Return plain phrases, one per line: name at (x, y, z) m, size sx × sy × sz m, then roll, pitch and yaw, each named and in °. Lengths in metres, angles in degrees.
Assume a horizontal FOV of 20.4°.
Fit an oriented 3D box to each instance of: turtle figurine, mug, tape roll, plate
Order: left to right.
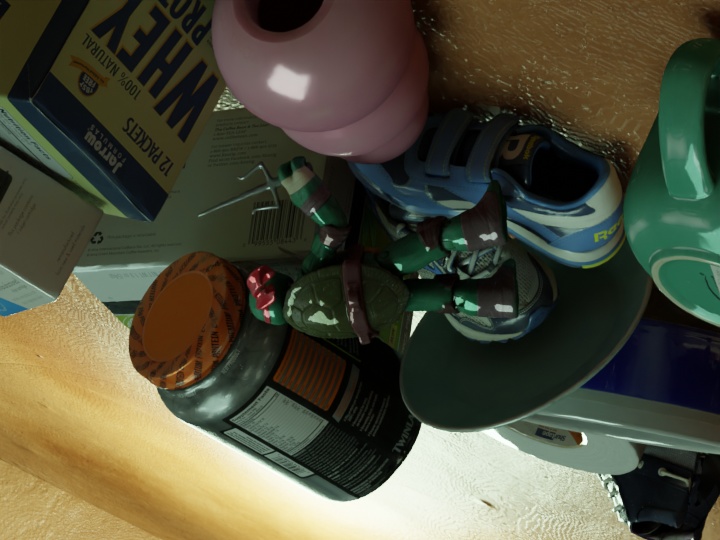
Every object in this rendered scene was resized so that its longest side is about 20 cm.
turtle figurine at (0.000, 0.000, 1.308) m, size 0.199 × 0.101 × 0.150 m, roll -5°, pitch 147°, yaw 8°
plate at (0.117, 0.042, 1.382) m, size 0.200 × 0.200 × 0.026 m, roll 3°, pitch 137°, yaw 49°
tape roll at (0.153, 0.096, 1.683) m, size 0.200 × 0.066 × 0.200 m, roll 24°, pitch 161°, yaw 9°
mug at (0.218, -0.041, 1.170) m, size 0.185 × 0.115 × 0.152 m, roll 31°, pitch 161°, yaw -14°

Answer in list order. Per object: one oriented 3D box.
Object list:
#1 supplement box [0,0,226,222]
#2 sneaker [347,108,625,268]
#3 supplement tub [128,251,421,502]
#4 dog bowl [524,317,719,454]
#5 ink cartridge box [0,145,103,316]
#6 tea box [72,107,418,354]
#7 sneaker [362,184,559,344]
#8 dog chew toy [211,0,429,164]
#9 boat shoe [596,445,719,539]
supplement box at (-0.191, -0.160, 1.258) m, size 0.199 × 0.201 × 0.134 m, roll 13°, pitch 157°, yaw 36°
sneaker at (0.086, -0.072, 1.336) m, size 0.199 × 0.074 × 0.082 m, roll 17°, pitch 154°, yaw 11°
supplement tub at (-0.059, 0.073, 1.404) m, size 0.122 × 0.123 × 0.200 m, roll 4°, pitch 156°, yaw 48°
dog bowl at (0.194, 0.081, 1.478) m, size 0.199 × 0.079 × 0.200 m, roll 10°, pitch 174°, yaw 1°
ink cartridge box at (-0.271, -0.054, 1.224) m, size 0.200 × 0.068 × 0.116 m, roll 33°, pitch 160°, yaw -19°
tea box at (-0.079, -0.017, 1.515) m, size 0.199 × 0.134 × 0.197 m, roll -4°, pitch 151°, yaw 23°
sneaker at (0.059, -0.022, 1.398) m, size 0.200 × 0.077 × 0.085 m, roll 42°, pitch 175°, yaw 44°
dog chew toy at (-0.013, -0.129, 1.248) m, size 0.124 × 0.125 × 0.200 m, roll 17°, pitch 167°, yaw 25°
boat shoe at (0.233, 0.184, 1.761) m, size 0.075 × 0.093 × 0.200 m, roll 38°, pitch 157°, yaw -31°
